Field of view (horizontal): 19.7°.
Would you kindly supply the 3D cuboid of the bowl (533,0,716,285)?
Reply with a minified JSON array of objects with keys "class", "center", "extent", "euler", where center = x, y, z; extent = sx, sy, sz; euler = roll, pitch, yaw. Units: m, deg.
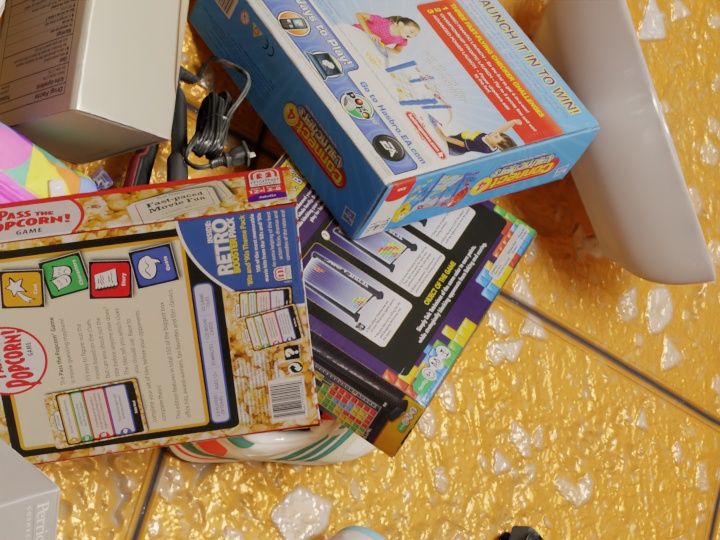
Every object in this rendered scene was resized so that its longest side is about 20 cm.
[{"class":"bowl","center":[0.183,-0.099,1.475],"extent":[0.200,0.075,0.200],"euler":[-97,164,-48]}]

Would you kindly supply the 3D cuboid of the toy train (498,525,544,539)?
[{"class":"toy train","center":[0.094,0.274,1.434],"extent":[0.046,0.034,0.200],"euler":[40,59,-41]}]

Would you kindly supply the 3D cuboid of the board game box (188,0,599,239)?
[{"class":"board game box","center":[0.023,-0.129,1.353],"extent":[0.196,0.056,0.200],"euler":[-16,61,-40]}]

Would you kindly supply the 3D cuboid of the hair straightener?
[{"class":"hair straightener","center":[-0.101,-0.067,1.265],"extent":[0.200,0.077,0.041],"euler":[-82,171,-50]}]

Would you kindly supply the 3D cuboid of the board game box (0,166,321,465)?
[{"class":"board game box","center":[-0.129,0.029,1.168],"extent":[0.200,0.046,0.152],"euler":[-7,120,-4]}]

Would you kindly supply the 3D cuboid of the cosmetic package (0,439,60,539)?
[{"class":"cosmetic package","center":[-0.264,0.164,1.097],"extent":[0.200,0.090,0.107],"euler":[-14,122,-37]}]

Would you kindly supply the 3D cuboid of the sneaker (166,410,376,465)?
[{"class":"sneaker","center":[-0.025,0.090,1.320],"extent":[0.200,0.093,0.070],"euler":[0,84,-39]}]

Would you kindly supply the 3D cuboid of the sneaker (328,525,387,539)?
[{"class":"sneaker","center":[0.010,0.278,1.328],"extent":[0.131,0.080,0.200],"euler":[-39,91,-36]}]

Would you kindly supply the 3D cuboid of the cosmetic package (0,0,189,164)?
[{"class":"cosmetic package","center":[-0.157,-0.174,1.243],"extent":[0.073,0.103,0.200],"euler":[16,75,-38]}]

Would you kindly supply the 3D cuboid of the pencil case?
[{"class":"pencil case","center":[-0.238,-0.063,1.171],"extent":[0.200,0.088,0.088],"euler":[32,65,-30]}]

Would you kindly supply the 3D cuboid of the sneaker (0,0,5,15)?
[{"class":"sneaker","center":[-0.228,-0.147,1.132],"extent":[0.072,0.072,0.200],"euler":[38,17,-22]}]

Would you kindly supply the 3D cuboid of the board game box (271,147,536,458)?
[{"class":"board game box","center":[0.000,0.000,1.302],"extent":[0.165,0.057,0.200],"euler":[33,42,4]}]
